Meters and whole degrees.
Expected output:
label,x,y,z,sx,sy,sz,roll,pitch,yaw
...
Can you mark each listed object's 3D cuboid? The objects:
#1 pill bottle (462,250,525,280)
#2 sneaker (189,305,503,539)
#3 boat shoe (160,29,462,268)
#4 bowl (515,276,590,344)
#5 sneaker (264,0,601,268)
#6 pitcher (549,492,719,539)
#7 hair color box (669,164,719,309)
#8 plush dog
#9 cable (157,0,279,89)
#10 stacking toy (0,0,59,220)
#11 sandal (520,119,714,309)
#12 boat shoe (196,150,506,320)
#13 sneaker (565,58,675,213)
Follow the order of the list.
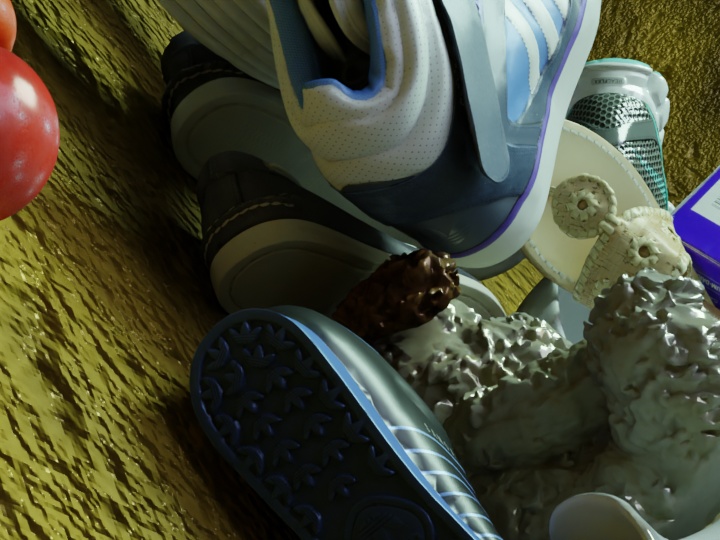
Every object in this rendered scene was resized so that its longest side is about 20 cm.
label,x,y,z,sx,sy,sz,roll,pitch,yaw
pill bottle,0.069,-0.064,1.028,0.112,0.112,0.200,52,14,-4
sneaker,0.021,0.095,0.551,0.200,0.070,0.078,58,16,11
boat shoe,-0.020,-0.049,0.794,0.200,0.074,0.060,28,31,-43
bowl,0.140,0.106,0.916,0.200,0.075,0.200,51,13,-6
sneaker,0.027,-0.113,0.648,0.146,0.080,0.200,39,54,-49
pitcher,0.167,0.135,0.555,0.121,0.200,0.172,-143,-132,-59
hair color box,0.223,0.016,0.990,0.065,0.109,0.200,35,-27,28
plush dog,0.059,0.077,0.656,0.172,0.160,0.200,41,-14,38
cable,-0.043,-0.167,0.734,0.200,0.069,0.200,46,27,-31
stacking toy,-0.144,-0.101,0.504,0.085,0.085,0.200,28,33,-61
sandal,0.152,0.004,0.860,0.212,0.078,0.070,52,-15,-22
boat shoe,0.000,0.000,0.725,0.200,0.073,0.063,26,32,-53
sneaker,0.147,-0.022,0.967,0.091,0.077,0.200,-76,155,-42
